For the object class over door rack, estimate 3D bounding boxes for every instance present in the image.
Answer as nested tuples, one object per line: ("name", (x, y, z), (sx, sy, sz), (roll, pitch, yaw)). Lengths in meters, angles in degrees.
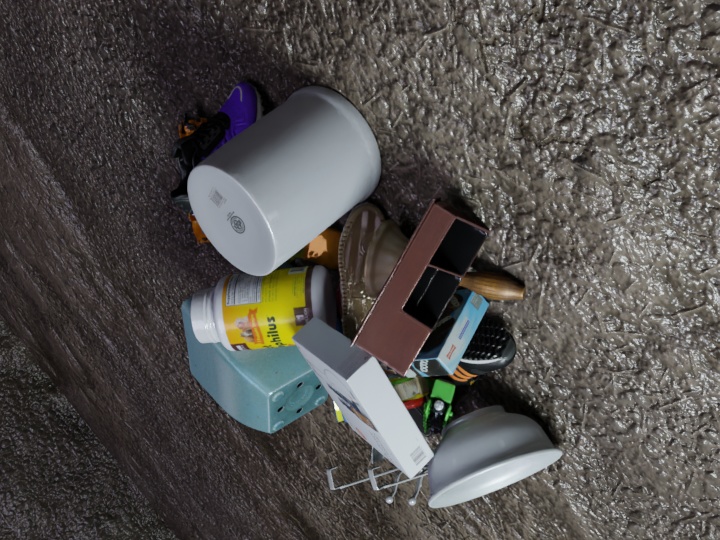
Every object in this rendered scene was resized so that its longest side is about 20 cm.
("over door rack", (0.061, 0.350, 1.350), (0.147, 0.197, 0.068), (-21, 67, 54))

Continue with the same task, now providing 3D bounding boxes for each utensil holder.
("utensil holder", (-0.096, -0.113, 1.056), (0.168, 0.200, 0.172), (29, 143, 25))

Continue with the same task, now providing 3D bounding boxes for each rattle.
("rattle", (-0.098, -0.053, 1.274), (0.200, 0.140, 0.133), (153, 110, -71))

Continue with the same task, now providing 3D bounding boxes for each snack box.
("snack box", (0.076, 0.090, 1.128), (0.037, 0.117, 0.199), (44, 150, -21))

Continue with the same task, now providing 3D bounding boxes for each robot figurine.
("robot figurine", (-0.249, -0.149, 1.295), (0.202, 0.057, 0.147), (96, 164, -49))

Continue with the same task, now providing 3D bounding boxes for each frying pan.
("frying pan", (0.038, 0.287, 1.388), (0.030, 0.116, 0.192), (9, 137, 10))

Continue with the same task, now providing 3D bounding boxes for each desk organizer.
("desk organizer", (0.073, 0.019, 0.997), (0.076, 0.072, 0.202), (31, 102, 7))

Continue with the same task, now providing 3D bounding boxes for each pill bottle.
("pill bottle", (-0.139, 0.057, 1.191), (0.196, 0.110, 0.111), (-6, 126, 10))

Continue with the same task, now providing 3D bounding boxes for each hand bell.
("hand bell", (0.114, 0.008, 1.054), (0.197, 0.105, 0.105), (15, 135, 24))

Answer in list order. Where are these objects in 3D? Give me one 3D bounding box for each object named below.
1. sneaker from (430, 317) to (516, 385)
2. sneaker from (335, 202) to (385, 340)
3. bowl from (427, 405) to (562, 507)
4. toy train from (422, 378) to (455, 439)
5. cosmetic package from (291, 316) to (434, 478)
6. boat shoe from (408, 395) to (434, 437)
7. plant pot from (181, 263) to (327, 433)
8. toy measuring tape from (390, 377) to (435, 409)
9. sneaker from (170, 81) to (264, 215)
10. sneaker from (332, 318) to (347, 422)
("sneaker", (0.149, 0.119, 1.132), (0.198, 0.070, 0.090), (-5, 134, 52))
("sneaker", (0.000, 0.000, 1.174), (0.113, 0.070, 0.204), (-102, 16, -77))
("bowl", (0.172, 0.248, 1.145), (0.202, 0.198, 0.092), (120, 135, -55))
("toy train", (0.115, 0.201, 1.200), (0.041, 0.057, 0.200), (16, 162, 10))
("cosmetic package", (0.003, 0.169, 1.110), (0.150, 0.051, 0.201), (31, 156, 55))
("boat shoe", (0.048, 0.190, 1.309), (0.202, 0.066, 0.072), (53, 146, -5))
("plant pot", (-0.148, 0.136, 1.330), (0.200, 0.194, 0.198), (47, 150, 30))
("toy measuring tape", (0.057, 0.170, 1.191), (0.072, 0.200, 0.075), (0, 90, 19))
("sneaker", (-0.204, -0.171, 1.136), (0.098, 0.203, 0.069), (17, -176, -40))
("sneaker", (-0.016, 0.160, 1.375), (0.077, 0.066, 0.204), (-7, 112, 7))
